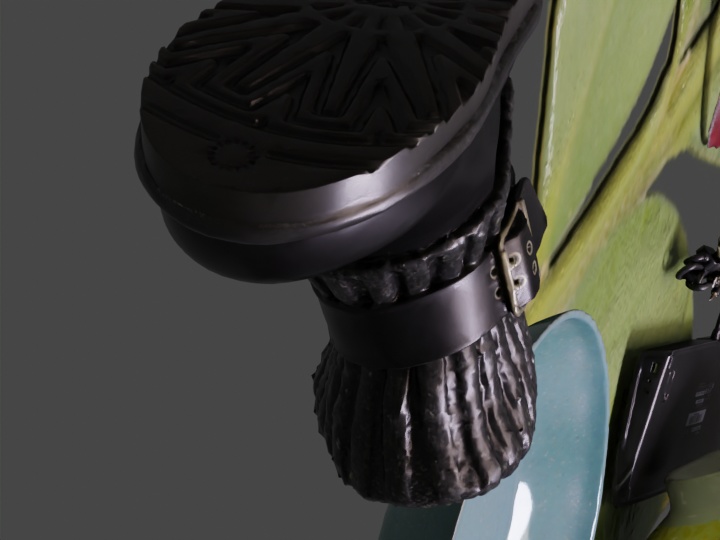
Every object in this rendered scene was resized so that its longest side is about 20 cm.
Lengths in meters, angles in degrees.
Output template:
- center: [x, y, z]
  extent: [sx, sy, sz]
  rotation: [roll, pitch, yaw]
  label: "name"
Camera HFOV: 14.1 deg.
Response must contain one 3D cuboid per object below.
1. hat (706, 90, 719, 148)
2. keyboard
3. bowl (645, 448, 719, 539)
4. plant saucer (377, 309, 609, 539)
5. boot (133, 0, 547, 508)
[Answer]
- center: [0.154, -0.165, 1.215]
  extent: [0.200, 0.176, 0.166]
  rotation: [63, 26, 1]
  label: "hat"
- center: [0.156, 0.042, 1.354]
  extent: [0.200, 0.021, 0.127]
  rotation: [-3, 112, -71]
  label: "keyboard"
- center: [0.191, 0.132, 1.311]
  extent: [0.200, 0.200, 0.108]
  rotation: [-25, 97, -67]
  label: "bowl"
- center: [0.041, 0.108, 1.044]
  extent: [0.200, 0.036, 0.200]
  rotation: [14, 90, -72]
  label: "plant saucer"
- center: [0.003, 0.000, 0.795]
  extent: [0.211, 0.079, 0.158]
  rotation: [-44, 143, -59]
  label: "boot"
